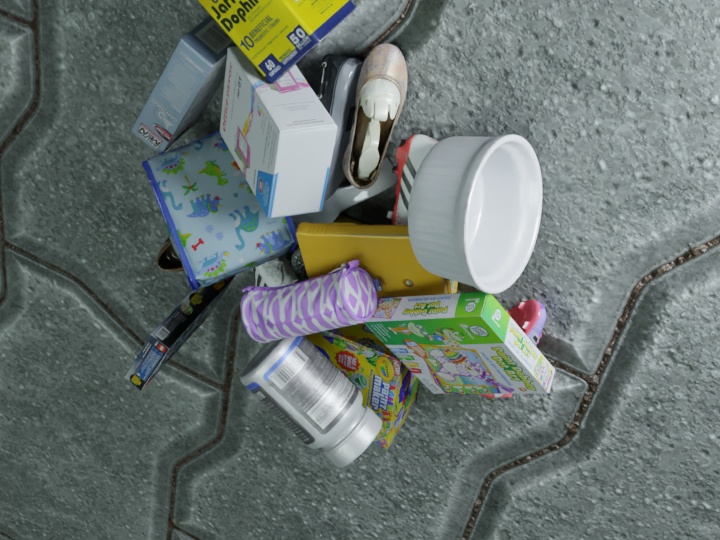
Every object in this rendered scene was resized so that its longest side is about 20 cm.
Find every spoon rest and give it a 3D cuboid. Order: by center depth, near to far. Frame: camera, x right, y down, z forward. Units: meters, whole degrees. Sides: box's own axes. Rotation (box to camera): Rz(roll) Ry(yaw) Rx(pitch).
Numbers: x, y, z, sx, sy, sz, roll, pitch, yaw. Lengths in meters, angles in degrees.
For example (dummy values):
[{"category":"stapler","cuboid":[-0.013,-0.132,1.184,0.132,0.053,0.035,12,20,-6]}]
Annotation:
[{"category":"spoon rest","cuboid":[-0.043,-0.111,1.632,0.199,0.061,0.100,-14,116,37]}]

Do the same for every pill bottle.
[{"category":"pill bottle","cuboid":[-0.069,0.187,1.673,0.200,0.114,0.114,45,134,-9]}]

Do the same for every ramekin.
[{"category":"ramekin","cuboid":[0.144,-0.077,1.454,0.097,0.200,0.201,11,130,35]}]

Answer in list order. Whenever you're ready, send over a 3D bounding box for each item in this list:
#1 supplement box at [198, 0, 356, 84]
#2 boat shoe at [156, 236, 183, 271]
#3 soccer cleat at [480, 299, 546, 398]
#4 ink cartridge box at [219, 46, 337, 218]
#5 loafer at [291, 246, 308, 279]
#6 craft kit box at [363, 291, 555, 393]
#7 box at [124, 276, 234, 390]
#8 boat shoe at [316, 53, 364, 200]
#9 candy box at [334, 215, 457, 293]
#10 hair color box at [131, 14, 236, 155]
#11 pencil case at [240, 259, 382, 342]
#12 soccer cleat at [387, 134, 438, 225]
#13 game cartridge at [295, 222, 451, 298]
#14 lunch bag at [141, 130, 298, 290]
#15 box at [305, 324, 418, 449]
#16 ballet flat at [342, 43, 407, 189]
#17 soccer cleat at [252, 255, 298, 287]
[{"category":"supplement box","cuboid":[-0.124,-0.360,1.450,0.200,0.110,0.109,48,134,-10]},{"category":"boat shoe","cuboid":[-0.251,-0.044,1.803,0.200,0.072,0.076,-29,107,42]},{"category":"soccer cleat","cuboid":[0.226,0.115,1.654,0.076,0.067,0.200,14,132,-19]},{"category":"ink cartridge box","cuboid":[-0.115,-0.190,1.524,0.145,0.084,0.200,103,148,-41]},{"category":"loafer","cuboid":[0.000,0.000,1.652,0.199,0.070,0.075,27,136,-10]},{"category":"craft kit box","cuboid":[0.136,0.103,1.567,0.197,0.049,0.200,-8,140,37]},{"category":"box","cuboid":[-0.291,0.090,1.842,0.040,0.200,0.137,39,136,-1]},{"category":"boat shoe","cuboid":[-0.041,-0.194,1.544,0.056,0.069,0.201,25,112,24]},{"category":"candy box","cuboid":[0.049,-0.008,1.680,0.199,0.026,0.103,19,129,17]},{"category":"hair color box","cuboid":[-0.243,-0.262,1.607,0.061,0.099,0.200,39,135,-2]},{"category":"pencil case","cuboid":[-0.073,0.045,1.574,0.199,0.084,0.086,-15,101,32]},{"category":"soccer cleat","cuboid":[0.085,-0.088,1.554,0.085,0.069,0.201,14,122,19]},{"category":"game cartridge","cuboid":[0.023,0.006,1.580,0.199,0.033,0.177,4,135,18]},{"category":"lunch bag","cuboid":[-0.201,-0.095,1.638,0.127,0.169,0.201,139,108,-79]},{"category":"box","cuboid":[-0.010,0.137,1.765,0.192,0.122,0.201,20,132,16]},{"category":"ballet flat","cuboid":[0.021,-0.195,1.497,0.068,0.067,0.201,7,120,-7]},{"category":"soccer cleat","cuboid":[-0.137,-0.011,1.746,0.085,0.069,0.201,6,113,33]}]
